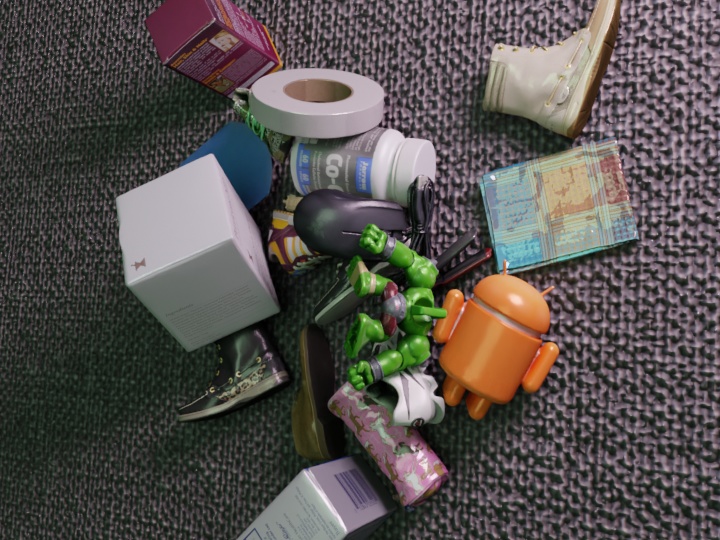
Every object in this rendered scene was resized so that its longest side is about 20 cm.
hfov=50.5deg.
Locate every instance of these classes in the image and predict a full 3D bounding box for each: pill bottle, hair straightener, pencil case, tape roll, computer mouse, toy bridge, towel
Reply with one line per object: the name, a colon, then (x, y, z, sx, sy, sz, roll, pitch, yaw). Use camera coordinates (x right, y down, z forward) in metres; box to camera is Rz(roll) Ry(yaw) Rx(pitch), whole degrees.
pill bottle: (0.005, -0.153, 1.120, 0.195, 0.113, 0.117, 11, 90, 25)
hair straightener: (0.089, -0.004, 1.101, 0.198, 0.041, 0.078, -32, 104, 24)
pencil case: (0.037, 0.240, 1.088, 0.086, 0.083, 0.201, -38, 70, -3)
tape roll: (-0.063, -0.248, 1.119, 0.199, 0.202, 0.038, 19, 126, 24)
computer mouse: (0.005, -0.061, 1.029, 0.194, 0.053, 0.142, 3, 108, -2)
toy bridge: (-0.050, -0.091, 1.136, 0.197, 0.066, 0.028, 14, 92, 42)
towel: (0.266, -0.086, 1.045, 0.195, 0.022, 0.151, -15, 80, 23)

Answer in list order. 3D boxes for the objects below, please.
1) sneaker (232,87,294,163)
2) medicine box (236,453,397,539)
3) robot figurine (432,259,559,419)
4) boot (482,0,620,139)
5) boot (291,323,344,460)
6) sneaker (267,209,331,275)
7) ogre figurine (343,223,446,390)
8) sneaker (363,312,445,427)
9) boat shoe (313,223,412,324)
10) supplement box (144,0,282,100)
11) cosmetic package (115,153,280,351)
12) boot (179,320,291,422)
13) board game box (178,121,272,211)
sneaker: (-0.154, -0.228, 1.170, 0.078, 0.087, 0.201, -67, 30, 23)
medicine box: (-0.072, 0.371, 1.070, 0.200, 0.181, 0.103, -46, 69, 13)
robot figurine: (0.180, 0.095, 1.018, 0.143, 0.115, 0.204, 33, 100, 38)
boot: (0.260, -0.297, 1.041, 0.152, 0.072, 0.205, 22, 95, 27)
boot: (-0.079, 0.185, 1.156, 0.074, 0.073, 0.206, -11, 83, 33)
sneaker: (-0.071, -0.031, 1.151, 0.198, 0.074, 0.093, 20, 101, 51)
ogre figurine: (0.044, 0.054, 1.002, 0.098, 0.117, 0.206, 139, 134, -58)
sneaker: (0.037, 0.133, 1.060, 0.201, 0.086, 0.076, -123, 33, -46)
boat shoe: (0.000, 0.000, 1.131, 0.199, 0.074, 0.061, -42, 71, 12)
supplement box: (-0.225, -0.355, 1.195, 0.109, 0.199, 0.087, -32, 73, 18)
cosmetic package: (-0.237, -0.021, 1.129, 0.163, 0.201, 0.170, -22, 54, 3)
boot: (-0.217, 0.147, 1.216, 0.196, 0.073, 0.154, -24, 77, 17)
board game box: (-0.221, -0.144, 1.266, 0.198, 0.039, 0.160, -36, 66, 15)
